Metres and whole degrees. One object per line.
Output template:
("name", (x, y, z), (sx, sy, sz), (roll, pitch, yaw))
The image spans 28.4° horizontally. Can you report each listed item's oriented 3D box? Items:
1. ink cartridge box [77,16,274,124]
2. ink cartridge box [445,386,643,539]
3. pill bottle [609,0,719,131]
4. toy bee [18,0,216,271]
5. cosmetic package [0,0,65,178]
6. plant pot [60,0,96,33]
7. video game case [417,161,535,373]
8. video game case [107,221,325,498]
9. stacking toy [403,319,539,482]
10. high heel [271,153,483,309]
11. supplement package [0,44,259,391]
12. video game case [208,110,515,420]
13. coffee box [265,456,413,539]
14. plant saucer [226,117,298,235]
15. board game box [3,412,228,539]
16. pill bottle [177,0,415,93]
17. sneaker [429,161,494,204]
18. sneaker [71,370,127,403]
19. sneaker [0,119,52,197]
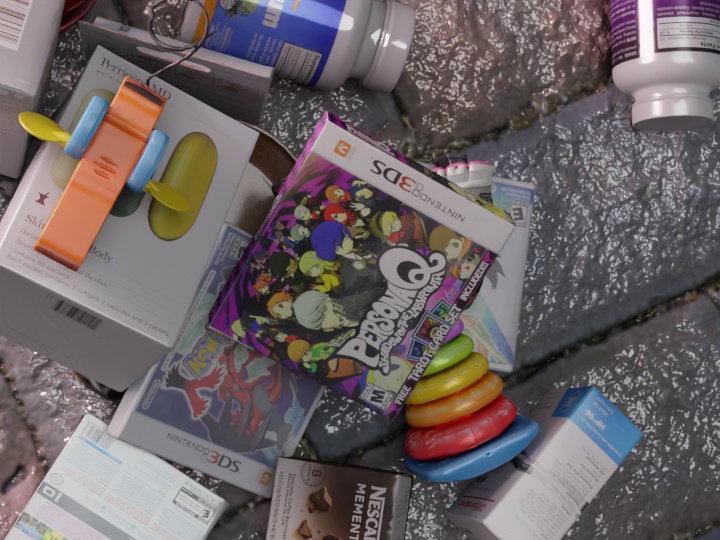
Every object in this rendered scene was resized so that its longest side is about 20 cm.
("ink cartridge box", (-0.152, -0.181, 1.202), (0.159, 0.200, 0.048), (16, 83, -6))
("ink cartridge box", (0.151, 0.201, 1.286), (0.068, 0.116, 0.200), (43, 76, -5))
("pill bottle", (0.296, -0.240, 1.370), (0.112, 0.112, 0.202), (0, 85, -13))
("toy bee", (-0.170, -0.093, 1.044), (0.200, 0.109, 0.131), (-41, 101, -5))
("cosmetic package", (-0.285, -0.157, 1.109), (0.090, 0.200, 0.108), (16, 70, -15))
("plant pot", (-0.291, -0.301, 1.194), (0.199, 0.182, 0.202), (2, 80, -13))
("video game case", (0.059, -0.009, 1.334), (0.199, 0.022, 0.184), (10, 82, -13))
("video game case", (-0.101, 0.080, 1.229), (0.182, 0.023, 0.201), (29, 85, -40))
("stacking toy", (0.066, 0.080, 1.272), (0.115, 0.110, 0.201), (-24, 97, -12))
("high heel", (0.022, -0.029, 1.275), (0.199, 0.071, 0.144), (-5, 83, -24))
("supplement package", (-0.202, -0.037, 1.142), (0.151, 0.151, 0.201), (27, 63, -15))
("video game case", (0.000, 0.000, 1.164), (0.181, 0.036, 0.201), (29, 105, -14))
("coffee box", (-0.025, 0.268, 1.238), (0.112, 0.080, 0.202), (7, 82, 13))
("plant saucer", (-0.135, -0.038, 1.284), (0.199, 0.037, 0.202), (1, 84, -13))
("board game box", (-0.228, 0.245, 1.218), (0.147, 0.064, 0.201), (34, 76, -7))
("pill bottle", (-0.056, -0.228, 1.283), (0.199, 0.112, 0.113), (15, 81, -11))
("sneaker", (0.029, -0.031, 1.211), (0.199, 0.074, 0.088), (-16, 90, -11))
("sneaker", (-0.234, 0.051, 1.230), (0.200, 0.077, 0.078), (37, 76, -9))
("sneaker", (-0.350, -0.094, 1.216), (0.200, 0.075, 0.114), (-44, 93, -16))
